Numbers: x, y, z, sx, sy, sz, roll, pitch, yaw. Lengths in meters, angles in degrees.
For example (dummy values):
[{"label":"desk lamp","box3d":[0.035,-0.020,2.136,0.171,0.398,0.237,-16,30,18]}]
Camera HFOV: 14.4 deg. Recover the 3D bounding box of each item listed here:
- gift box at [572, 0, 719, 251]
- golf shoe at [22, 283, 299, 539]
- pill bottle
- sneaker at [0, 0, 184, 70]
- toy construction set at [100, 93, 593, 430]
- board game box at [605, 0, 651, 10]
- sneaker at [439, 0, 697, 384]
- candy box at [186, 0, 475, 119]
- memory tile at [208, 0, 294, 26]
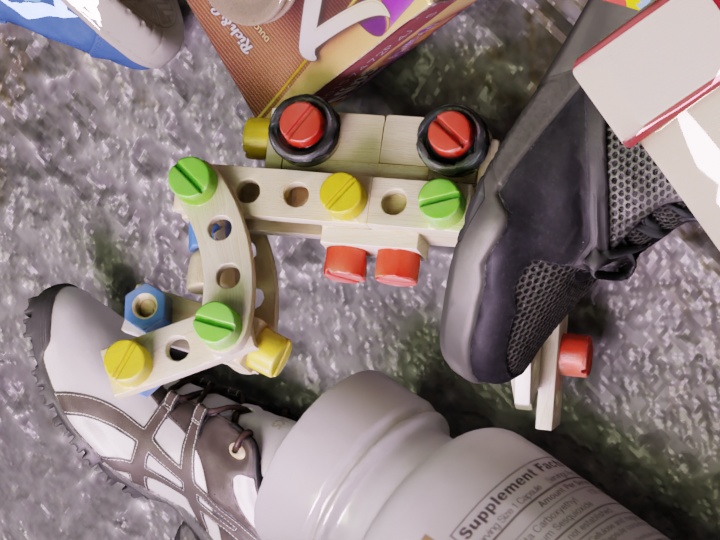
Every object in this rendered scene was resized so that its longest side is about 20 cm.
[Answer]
[{"label":"gift box","box3d":[0.210,-0.089,0.939,0.200,0.185,0.187,-37,91,37]},{"label":"golf shoe","box3d":[-0.070,0.075,1.297,0.094,0.078,0.200,-40,87,29]},{"label":"pill bottle","box3d":[0.057,0.131,1.180,0.200,0.114,0.114,35,125,24]},{"label":"sneaker","box3d":[-0.182,-0.132,1.253,0.200,0.077,0.111,36,117,-16]},{"label":"toy construction set","box3d":[0.000,0.000,1.158,0.200,0.092,0.131,8,77,-1]},{"label":"board game box","box3d":[0.032,-0.183,1.011,0.200,0.105,0.103,16,149,0]},{"label":"sneaker","box3d":[0.112,-0.028,1.074,0.114,0.076,0.200,34,97,20]},{"label":"candy box","box3d":[-0.040,-0.172,1.182,0.117,0.056,0.200,-33,84,41]},{"label":"memory tile","box3d":[-0.082,-0.206,1.155,0.200,0.017,0.153,38,127,23]}]
